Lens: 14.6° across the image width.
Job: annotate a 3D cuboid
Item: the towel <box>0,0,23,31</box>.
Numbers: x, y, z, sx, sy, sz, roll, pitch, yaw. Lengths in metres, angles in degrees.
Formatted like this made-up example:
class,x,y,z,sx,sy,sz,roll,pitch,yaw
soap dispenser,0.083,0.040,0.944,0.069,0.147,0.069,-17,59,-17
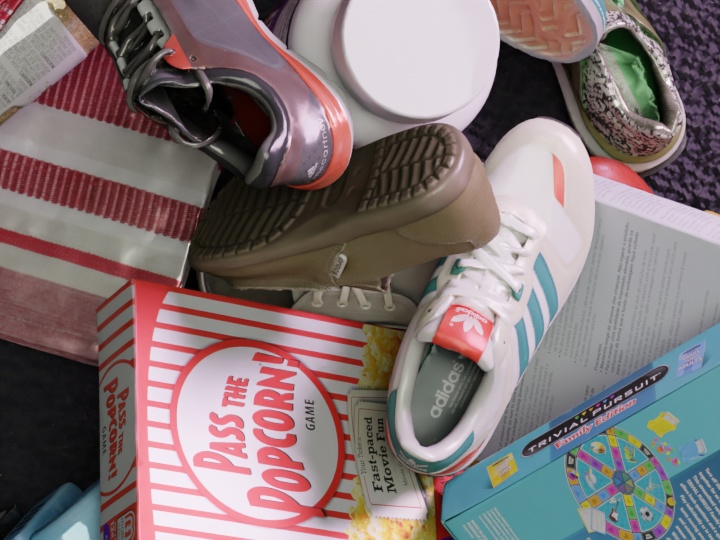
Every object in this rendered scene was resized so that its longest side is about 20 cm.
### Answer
class,x,y,z,sx,sy,sz,roll,pitch,yaw
towel,-0.245,-0.153,1.494,0.145,0.022,0.200,29,77,33

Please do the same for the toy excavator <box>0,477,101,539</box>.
class,x,y,z,sx,sy,sz,roll,pitch,yaw
toy excavator,-0.117,0.138,1.507,0.200,0.194,0.100,-34,95,17

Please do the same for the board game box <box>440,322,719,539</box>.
class,x,y,z,sx,sy,sz,roll,pitch,yaw
board game box,0.166,0.129,1.470,0.200,0.047,0.151,-31,109,16

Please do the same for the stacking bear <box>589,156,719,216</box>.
class,x,y,z,sx,sy,sz,roll,pitch,yaw
stacking bear,0.180,0.016,1.581,0.200,0.121,0.114,39,83,0

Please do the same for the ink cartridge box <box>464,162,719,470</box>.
class,x,y,z,sx,sy,sz,roll,pitch,yaw
ink cartridge box,0.134,0.051,1.532,0.200,0.041,0.200,21,116,25

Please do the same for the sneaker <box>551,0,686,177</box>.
class,x,y,z,sx,sy,sz,roll,pitch,yaw
sneaker,0.130,-0.148,1.581,0.077,0.089,0.200,-34,93,-12

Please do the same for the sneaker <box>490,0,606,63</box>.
class,x,y,z,sx,sy,sz,roll,pitch,yaw
sneaker,0.066,-0.202,1.524,0.200,0.071,0.080,44,47,-9

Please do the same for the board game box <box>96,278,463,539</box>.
class,x,y,z,sx,sy,sz,roll,pitch,yaw
board game box,-0.040,0.097,1.482,0.200,0.046,0.152,11,62,-29

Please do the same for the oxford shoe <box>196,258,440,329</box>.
class,x,y,z,sx,sy,sz,roll,pitch,yaw
oxford shoe,0.000,0.000,1.523,0.200,0.058,0.075,-4,97,17

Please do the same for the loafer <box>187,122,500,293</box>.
class,x,y,z,sx,sy,sz,roll,pitch,yaw
loafer,-0.009,-0.020,1.447,0.067,0.200,0.076,45,55,-29

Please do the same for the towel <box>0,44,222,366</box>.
class,x,y,z,sx,sy,sz,roll,pitch,yaw
towel,-0.151,-0.053,1.541,0.144,0.023,0.200,16,84,5

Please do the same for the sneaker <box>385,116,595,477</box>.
class,x,y,z,sx,sy,sz,roll,pitch,yaw
sneaker,0.068,0.016,1.446,0.070,0.093,0.200,24,92,4

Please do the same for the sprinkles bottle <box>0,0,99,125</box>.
class,x,y,z,sx,sy,sz,roll,pitch,yaw
sprinkles bottle,-0.205,-0.109,1.507,0.200,0.068,0.068,-40,96,-1

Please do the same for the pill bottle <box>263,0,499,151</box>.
class,x,y,z,sx,sy,sz,roll,pitch,yaw
pill bottle,0.010,-0.113,1.499,0.111,0.200,0.112,0,88,-12

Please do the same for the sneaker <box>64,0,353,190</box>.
class,x,y,z,sx,sy,sz,roll,pitch,yaw
sneaker,-0.092,-0.112,1.411,0.200,0.082,0.077,39,120,20
